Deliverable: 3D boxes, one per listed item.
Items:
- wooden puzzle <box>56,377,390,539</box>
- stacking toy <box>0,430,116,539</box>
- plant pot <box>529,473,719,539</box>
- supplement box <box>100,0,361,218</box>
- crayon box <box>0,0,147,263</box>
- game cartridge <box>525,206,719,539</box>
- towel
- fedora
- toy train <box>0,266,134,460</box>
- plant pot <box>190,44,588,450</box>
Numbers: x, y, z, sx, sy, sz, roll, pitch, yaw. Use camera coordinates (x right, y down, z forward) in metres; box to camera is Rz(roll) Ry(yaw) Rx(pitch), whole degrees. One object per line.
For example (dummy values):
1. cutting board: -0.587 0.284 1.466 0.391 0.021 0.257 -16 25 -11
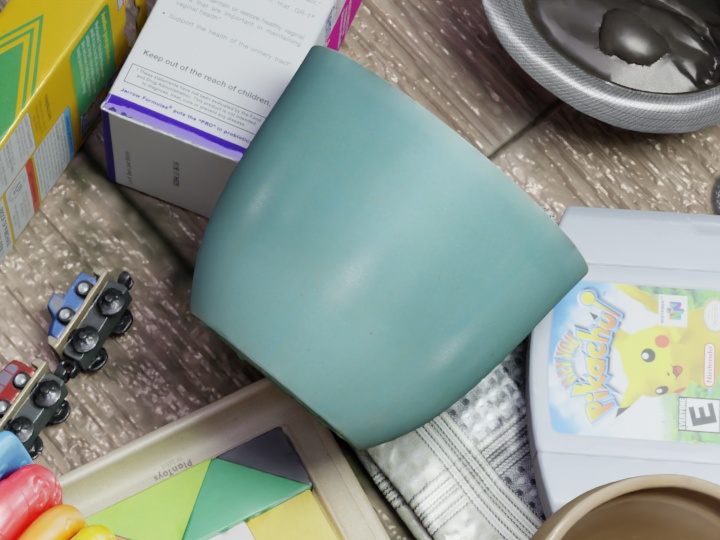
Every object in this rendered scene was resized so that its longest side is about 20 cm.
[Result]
1. wooden puzzle: -0.072 0.176 1.327 0.184 0.037 0.201 -25 71 -13
2. stacking toy: -0.143 0.186 1.261 0.199 0.110 0.117 27 71 13
3. plant pot: 0.151 0.217 1.276 0.199 0.093 0.203 6 76 -23
4. supplement box: -0.071 -0.142 1.424 0.103 0.101 0.201 21 68 6
5. crayon box: -0.200 -0.097 1.385 0.051 0.126 0.201 29 68 10
6. game cartridge: 0.162 0.058 1.356 0.132 0.041 0.202 2 68 5
7. towel: 0.095 0.084 1.375 0.192 0.035 0.200 -33 74 -15
8. fedora: 0.162 -0.160 1.449 0.198 0.090 0.178 20 69 -2
9. toy train: -0.198 0.078 1.365 0.046 0.034 0.201 26 69 21
10. plant pot: 0.000 0.000 1.301 0.200 0.201 0.161 39 86 12
